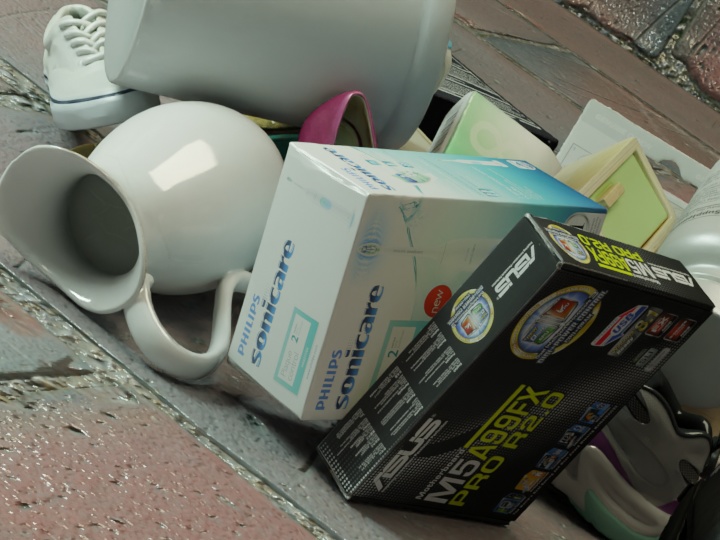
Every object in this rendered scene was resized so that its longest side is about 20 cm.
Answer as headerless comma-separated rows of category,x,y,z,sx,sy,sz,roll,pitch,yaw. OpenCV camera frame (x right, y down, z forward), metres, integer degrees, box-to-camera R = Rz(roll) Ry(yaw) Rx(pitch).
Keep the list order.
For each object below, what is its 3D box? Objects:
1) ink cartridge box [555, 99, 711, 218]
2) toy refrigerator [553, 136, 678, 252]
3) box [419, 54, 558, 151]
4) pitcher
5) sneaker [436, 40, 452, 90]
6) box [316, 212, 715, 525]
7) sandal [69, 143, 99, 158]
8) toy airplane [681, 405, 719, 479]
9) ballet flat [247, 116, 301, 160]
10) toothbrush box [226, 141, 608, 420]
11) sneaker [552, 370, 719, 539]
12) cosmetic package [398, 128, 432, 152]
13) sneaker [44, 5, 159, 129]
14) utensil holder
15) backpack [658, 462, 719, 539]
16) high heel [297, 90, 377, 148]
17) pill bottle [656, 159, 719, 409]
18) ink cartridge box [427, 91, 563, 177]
ink cartridge box,0.189,-0.009,1.926,0.162,0.200,0.050,31,8,-1
toy refrigerator,0.154,-0.021,1.756,0.076,0.070,0.200,62,32,-8
box,0.024,-0.132,2.158,0.200,0.123,0.198,17,22,-49
pitcher,-0.113,-0.019,1.574,0.172,0.121,0.200,55,29,6
sneaker,-0.006,-0.101,1.862,0.076,0.200,0.081,32,26,-38
box,0.093,0.064,1.499,0.160,0.200,0.044,15,33,-49
sandal,-0.140,-0.054,1.729,0.200,0.054,0.080,-13,52,-49
toy airplane,0.296,0.133,1.800,0.199,0.141,0.200,-9,45,-17
ballet flat,-0.070,-0.100,1.826,0.200,0.071,0.071,2,-7,40
toothbrush box,0.035,0.008,1.535,0.200,0.147,0.085,4,21,-40
sneaker,0.148,0.081,1.668,0.200,0.140,0.078,30,16,-6
cosmetic package,0.016,-0.056,1.934,0.073,0.104,0.200,19,20,-35
sneaker,-0.193,-0.146,1.787,0.073,0.071,0.200,-14,17,-16
utensil holder,-0.056,-0.180,1.682,0.200,0.170,0.170,10,20,-15
backpack,0.234,0.186,1.490,0.154,0.163,0.200,49,25,10
high heel,-0.005,-0.012,1.609,0.067,0.096,0.200,5,65,-20
pill bottle,0.264,0.005,1.774,0.114,0.114,0.200,33,43,6
ink cartridge box,0.122,-0.012,1.814,0.200,0.050,0.161,35,48,-10
